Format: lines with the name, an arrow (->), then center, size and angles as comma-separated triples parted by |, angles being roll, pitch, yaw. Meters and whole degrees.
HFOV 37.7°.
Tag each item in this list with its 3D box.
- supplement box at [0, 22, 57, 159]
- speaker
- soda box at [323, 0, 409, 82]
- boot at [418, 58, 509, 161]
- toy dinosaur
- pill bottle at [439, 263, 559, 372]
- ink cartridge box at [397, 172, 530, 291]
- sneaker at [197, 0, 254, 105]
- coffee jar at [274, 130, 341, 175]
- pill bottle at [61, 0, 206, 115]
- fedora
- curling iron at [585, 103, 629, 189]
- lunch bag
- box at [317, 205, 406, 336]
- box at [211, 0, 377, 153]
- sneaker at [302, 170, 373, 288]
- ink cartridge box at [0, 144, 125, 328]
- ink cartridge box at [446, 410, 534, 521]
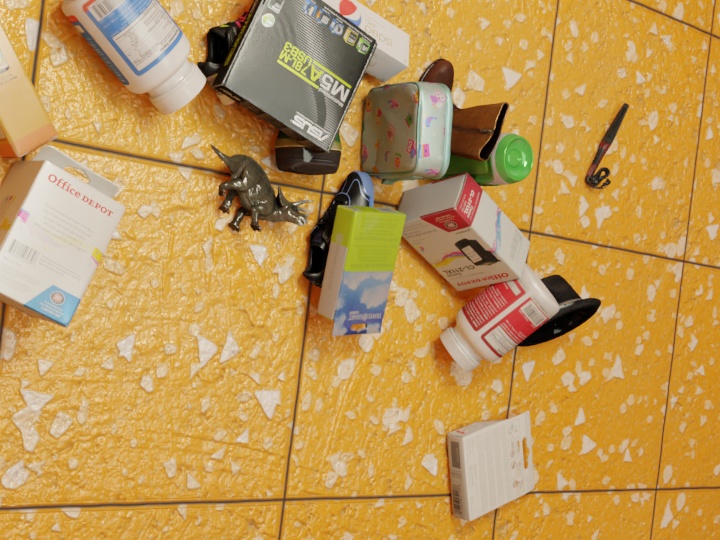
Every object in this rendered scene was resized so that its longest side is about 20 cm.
supplement box -> -0.472, -0.248, 1.360 | 0.066, 0.068, 0.202 | -35, 115, -31
speaker -> 0.199, -0.188, 1.794 | 0.088, 0.199, 0.090 | -4, 96, -37
soda box -> -0.012, -0.382, 1.690 | 0.199, 0.063, 0.069 | 23, 57, -36
boot -> 0.166, -0.273, 1.761 | 0.068, 0.199, 0.190 | 34, 74, -34
toy dinosaur -> -0.170, -0.124, 1.610 | 0.200, 0.077, 0.103 | 48, 54, -24
pill bottle -> 0.242, 0.086, 1.862 | 0.199, 0.113, 0.112 | -39, 121, 11
ink cartridge box -> 0.176, -0.062, 1.812 | 0.200, 0.145, 0.083 | 43, 52, -31
sneaker -> -0.178, -0.351, 1.570 | 0.087, 0.073, 0.202 | 35, 78, -40
coffee jar -> -0.079, -0.251, 1.647 | 0.103, 0.085, 0.203 | 2, 92, -36
pill bottle -> -0.306, -0.316, 1.453 | 0.113, 0.112, 0.201 | -51, 122, -22
fedora -> 0.353, 0.067, 1.981 | 0.199, 0.201, 0.092 | -10, 66, -36
curling iron -> 0.503, -0.249, 2.129 | 0.049, 0.026, 0.202 | 22, 73, 1
lunch bag -> 0.072, -0.219, 1.700 | 0.076, 0.199, 0.163 | -2, 95, -26
box -> 0.000, 0.000, 1.686 | 0.121, 0.047, 0.202 | 0, 106, -46
box -> -0.093, -0.305, 1.559 | 0.199, 0.047, 0.195 | 31, 76, -28
sneaker -> -0.037, -0.070, 1.705 | 0.077, 0.070, 0.202 | 17, 85, -44
ink cartridge box -> -0.414, -0.049, 1.382 | 0.128, 0.125, 0.202 | 34, 74, -34
ink cartridge box -> 0.246, 0.360, 1.982 | 0.199, 0.050, 0.164 | -13, 101, -45
